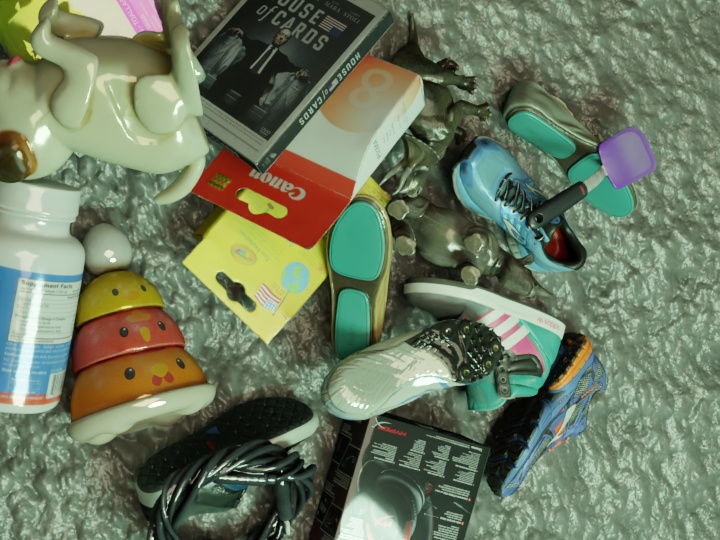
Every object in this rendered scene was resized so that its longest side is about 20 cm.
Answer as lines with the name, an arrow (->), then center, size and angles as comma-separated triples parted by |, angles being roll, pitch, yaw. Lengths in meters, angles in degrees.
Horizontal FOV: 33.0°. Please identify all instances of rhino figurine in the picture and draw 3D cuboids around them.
rhino figurine -> 0.114, -0.020, 1.269 | 0.197, 0.088, 0.061 | 26, 102, -2

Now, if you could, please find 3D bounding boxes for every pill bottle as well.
pill bottle -> -0.312, 0.018, 1.107 | 0.110, 0.112, 0.204 | 9, 96, -20

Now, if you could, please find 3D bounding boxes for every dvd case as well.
dvd case -> -0.083, -0.206, 1.184 | 0.201, 0.149, 0.025 | -50, 151, -10

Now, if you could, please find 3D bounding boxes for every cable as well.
cable -> -0.121, 0.235, 1.179 | 0.163, 0.051, 0.200 | -46, 142, 5

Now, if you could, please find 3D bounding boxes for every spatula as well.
spatula -> 0.241, -0.093, 1.282 | 0.199, 0.020, 0.057 | -32, 101, -34

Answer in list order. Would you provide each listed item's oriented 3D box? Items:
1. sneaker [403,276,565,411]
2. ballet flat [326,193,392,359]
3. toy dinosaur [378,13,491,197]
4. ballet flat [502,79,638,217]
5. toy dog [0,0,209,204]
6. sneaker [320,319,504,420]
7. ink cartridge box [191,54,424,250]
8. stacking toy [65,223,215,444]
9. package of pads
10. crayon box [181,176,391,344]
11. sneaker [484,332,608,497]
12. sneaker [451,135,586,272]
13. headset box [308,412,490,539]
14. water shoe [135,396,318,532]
sneaker -> 0.124, 0.087, 1.304 | 0.197, 0.083, 0.123 | 19, 77, -22
ballet flat -> 0.000, 0.000, 1.226 | 0.068, 0.063, 0.203 | 16, 125, 12
toy dinosaur -> 0.069, -0.180, 1.241 | 0.101, 0.077, 0.204 | -1, 78, -34
ballet flat -> 0.240, -0.140, 1.343 | 0.199, 0.067, 0.064 | 37, 50, -21
toy dog -> -0.239, -0.145, 1.063 | 0.196, 0.141, 0.196 | -11, 132, -7
sneaker -> 0.051, 0.098, 1.234 | 0.197, 0.072, 0.073 | -15, 88, -16
ink cartridge box -> -0.056, -0.134, 1.169 | 0.201, 0.161, 0.050 | -51, 150, -24
stacking toy -> -0.229, 0.053, 1.159 | 0.144, 0.146, 0.203 | -14, 82, -19
package of pads -> -0.257, -0.226, 1.132 | 0.153, 0.068, 0.202 | -32, 103, -1
crayon box -> -0.079, -0.043, 1.233 | 0.127, 0.051, 0.201 | 45, 77, -17
sneaker -> 0.211, 0.169, 1.344 | 0.078, 0.075, 0.201 | 40, 81, -21
sneaker -> 0.178, -0.069, 1.289 | 0.200, 0.090, 0.079 | 41, 79, -31
headset box -> 0.034, 0.259, 1.280 | 0.146, 0.075, 0.203 | 17, 87, -20
water shoe -> -0.132, 0.195, 1.230 | 0.197, 0.072, 0.080 | -22, 128, -19
